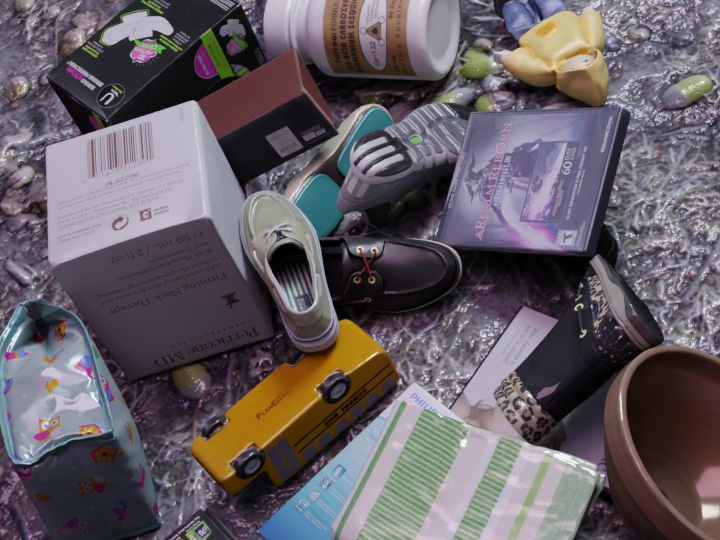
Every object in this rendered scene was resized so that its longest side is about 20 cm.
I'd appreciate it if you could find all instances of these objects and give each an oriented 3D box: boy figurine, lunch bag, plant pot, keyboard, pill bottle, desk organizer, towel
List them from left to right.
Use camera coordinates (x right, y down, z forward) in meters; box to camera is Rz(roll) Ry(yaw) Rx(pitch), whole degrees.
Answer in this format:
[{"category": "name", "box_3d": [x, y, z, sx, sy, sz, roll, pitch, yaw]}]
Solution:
[{"category": "lunch bag", "box_3d": [-0.281, 0.145, 1.600, 0.122, 0.171, 0.200, -22, 48, -6]}, {"category": "desk organizer", "box_3d": [-0.129, -0.144, 1.756, 0.200, 0.072, 0.077, -26, 45, 16]}, {"category": "keyboard", "box_3d": [-0.107, -0.070, 1.777, 0.011, 0.056, 0.200, -21, 49, 10]}, {"category": "pill bottle", "box_3d": [0.000, -0.270, 1.855, 0.199, 0.114, 0.115, 5, 56, 24]}, {"category": "towel", "box_3d": [0.087, 0.200, 1.407, 0.200, 0.023, 0.153, 17, 62, 25]}, {"category": "boy figurine", "box_3d": [0.204, -0.243, 1.791, 0.124, 0.065, 0.200, -23, 46, -1]}, {"category": "plant pot", "box_3d": [0.272, 0.171, 1.393, 0.093, 0.200, 0.201, -50, 29, 41]}]

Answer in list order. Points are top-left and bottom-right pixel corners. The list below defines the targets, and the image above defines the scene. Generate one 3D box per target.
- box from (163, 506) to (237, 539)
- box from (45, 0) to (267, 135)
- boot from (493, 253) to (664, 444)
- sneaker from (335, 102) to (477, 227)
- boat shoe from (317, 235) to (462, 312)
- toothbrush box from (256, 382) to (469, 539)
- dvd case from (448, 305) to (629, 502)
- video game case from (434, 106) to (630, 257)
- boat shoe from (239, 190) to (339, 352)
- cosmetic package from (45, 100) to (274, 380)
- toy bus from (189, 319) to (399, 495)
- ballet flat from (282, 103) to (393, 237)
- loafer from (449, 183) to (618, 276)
[{"category": "box", "box_3d": [-0.155, 0.337, 1.484, 0.200, 0.048, 0.193, -39, 48, -11]}, {"category": "box", "box_3d": [-0.216, -0.207, 1.864, 0.200, 0.149, 0.124, -43, 51, -14]}, {"category": "boot", "box_3d": [0.186, 0.068, 1.501, 0.154, 0.074, 0.204, -42, 9, 8]}, {"category": "sneaker", "box_3d": [0.047, -0.104, 1.735, 0.200, 0.116, 0.075, -18, 61, -41]}, {"category": "boat shoe", "box_3d": [0.000, 0.003, 1.662, 0.201, 0.063, 0.074, -1, 83, 22]}, {"category": "toothbrush box", "box_3d": [0.035, 0.221, 1.475, 0.200, 0.085, 0.146, -44, 52, -14]}, {"category": "dvd case", "box_3d": [0.194, 0.121, 1.538, 0.200, 0.018, 0.143, 22, 63, 33]}, {"category": "video game case", "box_3d": [0.162, -0.086, 1.608, 0.200, 0.019, 0.143, 4, 75, 48]}, {"category": "boat shoe", "box_3d": [-0.067, -0.013, 1.608, 0.072, 0.062, 0.200, -21, 51, -8]}, {"category": "cosmetic package", "box_3d": [-0.200, -0.029, 1.684, 0.167, 0.200, 0.167, -18, 49, 7]}, {"category": "toy bus", "box_3d": [-0.062, 0.134, 1.585, 0.200, 0.078, 0.065, -41, 51, -13]}, {"category": "ballet flat", "box_3d": [-0.037, -0.096, 1.774, 0.069, 0.070, 0.200, 22, 62, 33]}, {"category": "loafer", "box_3d": [0.169, -0.068, 1.659, 0.200, 0.071, 0.073, 28, 67, 35]}]
